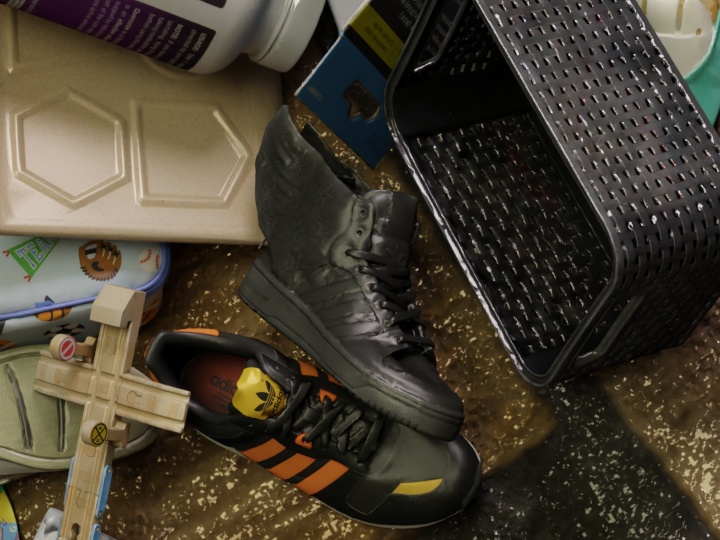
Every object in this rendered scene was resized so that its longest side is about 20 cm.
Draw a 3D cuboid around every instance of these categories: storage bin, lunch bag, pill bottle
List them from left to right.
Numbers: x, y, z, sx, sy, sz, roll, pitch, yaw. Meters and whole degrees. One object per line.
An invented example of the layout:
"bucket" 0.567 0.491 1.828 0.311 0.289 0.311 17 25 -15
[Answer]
"lunch bag" -0.215 -0.032 1.330 0.199 0.076 0.161 -8 72 -12
"pill bottle" -0.121 -0.179 1.272 0.199 0.112 0.113 19 79 -18
"storage bin" 0.107 -0.057 1.207 0.094 0.135 0.200 -14 63 -26

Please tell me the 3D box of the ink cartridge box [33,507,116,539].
"ink cartridge box" -0.133 0.262 1.268 0.200 0.043 0.199 23 83 24

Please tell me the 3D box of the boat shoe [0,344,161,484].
"boat shoe" -0.213 0.088 1.332 0.199 0.068 0.075 -3 77 -4

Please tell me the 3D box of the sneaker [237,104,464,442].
"sneaker" 0.002 0.001 1.243 0.200 0.060 0.104 36 98 36

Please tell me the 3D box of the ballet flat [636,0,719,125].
"ballet flat" 0.174 -0.160 1.263 0.067 0.070 0.201 7 77 22

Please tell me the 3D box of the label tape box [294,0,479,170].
"label tape box" 0.033 -0.168 1.276 0.200 0.144 0.063 -47 67 1

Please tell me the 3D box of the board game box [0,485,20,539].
"board game box" -0.296 0.183 1.352 0.158 0.039 0.200 37 90 26

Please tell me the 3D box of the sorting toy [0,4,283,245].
"sorting toy" -0.137 -0.100 1.318 0.199 0.036 0.186 4 66 -24

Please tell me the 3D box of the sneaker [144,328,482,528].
"sneaker" -0.032 0.085 1.256 0.200 0.090 0.070 21 82 25

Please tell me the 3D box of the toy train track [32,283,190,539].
"toy train track" -0.155 0.107 1.257 0.114 0.032 0.201 12 92 37
